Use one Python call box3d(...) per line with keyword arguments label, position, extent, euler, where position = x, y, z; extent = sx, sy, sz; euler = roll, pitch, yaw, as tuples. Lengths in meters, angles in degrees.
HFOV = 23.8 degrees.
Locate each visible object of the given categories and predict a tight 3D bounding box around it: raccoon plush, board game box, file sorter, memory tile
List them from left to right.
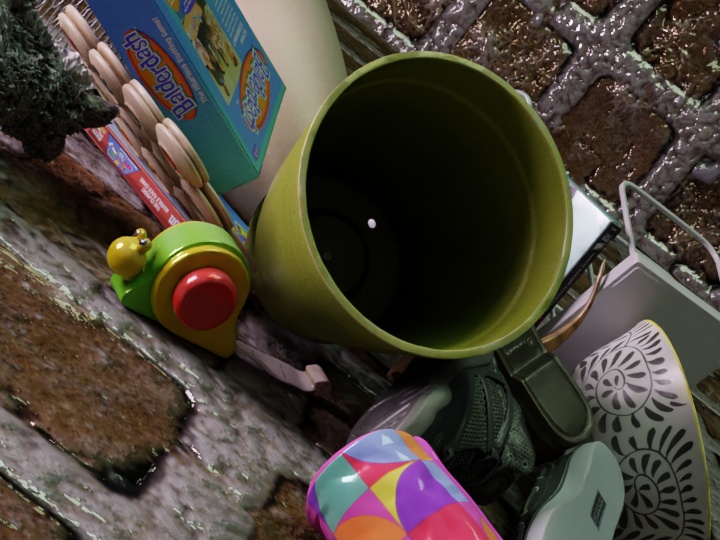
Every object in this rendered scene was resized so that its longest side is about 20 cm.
box3d(label="raccoon plush", position=(-0.242, -0.098, 1.103), extent=(0.134, 0.096, 0.201), euler=(55, 40, -27))
box3d(label="memory tile", position=(-0.144, -0.089, 1.198), extent=(0.200, 0.017, 0.154), euler=(47, -12, 38))
box3d(label="board game box", position=(-0.127, -0.172, 1.208), extent=(0.201, 0.045, 0.152), euler=(59, 19, -23))
box3d(label="board game box", position=(-0.128, -0.045, 1.311), extent=(0.103, 0.019, 0.200), euler=(20, 23, -52))
box3d(label="file sorter", position=(0.205, 0.046, 1.467), extent=(0.138, 0.200, 0.125), euler=(33, 32, -25))

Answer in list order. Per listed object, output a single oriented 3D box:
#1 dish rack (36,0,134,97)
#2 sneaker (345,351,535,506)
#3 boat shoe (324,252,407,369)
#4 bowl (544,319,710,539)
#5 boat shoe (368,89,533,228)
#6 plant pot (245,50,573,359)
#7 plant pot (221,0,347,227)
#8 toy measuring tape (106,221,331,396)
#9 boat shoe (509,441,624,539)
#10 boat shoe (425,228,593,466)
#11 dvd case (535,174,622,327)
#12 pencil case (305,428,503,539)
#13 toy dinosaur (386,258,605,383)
box3d(label="dish rack", position=(-0.225, -0.207, 1.271), extent=(0.153, 0.055, 0.200), euler=(9, -34, 49))
box3d(label="sneaker", position=(0.061, 0.118, 1.143), extent=(0.115, 0.076, 0.199), euler=(58, 26, -3))
box3d(label="boat shoe", position=(-0.001, 0.002, 1.397), extent=(0.065, 0.074, 0.203), euler=(29, 24, -35))
box3d(label="bowl", position=(0.196, 0.145, 1.329), extent=(0.201, 0.093, 0.203), euler=(170, -90, -84))
box3d(label="boat shoe", position=(0.060, -0.081, 1.368), extent=(0.070, 0.200, 0.072), euler=(45, -20, 26))
box3d(label="plant pot", position=(0.013, -0.026, 1.179), extent=(0.200, 0.201, 0.193), euler=(36, -23, -14))
box3d(label="plant pot", position=(-0.080, -0.124, 1.427), extent=(0.187, 0.187, 0.201), euler=(24, 34, -50))
box3d(label="toy measuring tape", position=(-0.079, 0.019, 1.110), extent=(0.199, 0.074, 0.074), euler=(30, 16, -36))
box3d(label="boat shoe", position=(0.136, 0.182, 1.179), extent=(0.069, 0.056, 0.200), euler=(63, 26, -8))
box3d(label="boat shoe", position=(0.094, 0.055, 1.278), extent=(0.072, 0.068, 0.201), euler=(-15, 73, -42))
box3d(label="dvd case", position=(0.106, -0.005, 1.424), extent=(0.022, 0.200, 0.146), euler=(21, 22, -52))
box3d(label="pencil case", position=(0.054, 0.174, 0.924), extent=(0.200, 0.089, 0.088), euler=(46, 14, 31))
box3d(label="toy dinosaur", position=(0.119, 0.076, 1.348), extent=(0.199, 0.107, 0.061), euler=(-19, 49, -22))
